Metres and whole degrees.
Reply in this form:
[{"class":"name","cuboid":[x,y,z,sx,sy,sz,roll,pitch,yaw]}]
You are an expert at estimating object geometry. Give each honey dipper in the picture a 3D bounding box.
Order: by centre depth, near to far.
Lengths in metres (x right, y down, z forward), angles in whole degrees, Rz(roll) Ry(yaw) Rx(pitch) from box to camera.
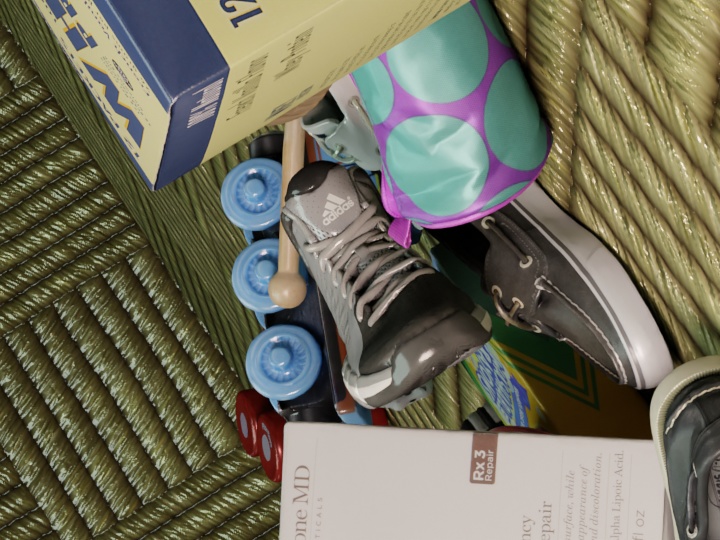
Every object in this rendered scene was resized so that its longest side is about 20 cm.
[{"class":"honey dipper","cuboid":[-0.037,-0.078,1.359,0.038,0.038,0.200,-154,65,-74]}]

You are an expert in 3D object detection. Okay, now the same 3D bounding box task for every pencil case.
[{"class":"pencil case","cuboid":[0.013,-0.116,1.089,0.200,0.092,0.085,61,171,-21]}]

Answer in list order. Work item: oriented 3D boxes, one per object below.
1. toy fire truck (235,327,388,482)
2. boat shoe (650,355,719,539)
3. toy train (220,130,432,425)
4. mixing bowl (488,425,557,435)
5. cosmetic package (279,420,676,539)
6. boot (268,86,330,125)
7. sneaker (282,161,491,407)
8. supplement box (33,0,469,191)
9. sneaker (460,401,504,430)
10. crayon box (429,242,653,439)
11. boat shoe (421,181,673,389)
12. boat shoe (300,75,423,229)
[{"class":"toy fire truck","cuboid":[-0.051,0.095,2.201,0.200,0.112,0.168,-146,49,-68]},{"class":"boat shoe","cuboid":[0.183,0.134,1.059,0.066,0.074,0.199,-113,6,-62]},{"class":"toy train","cuboid":[-0.015,0.004,1.418,0.087,0.114,0.200,55,-156,-70]},{"class":"mixing bowl","cuboid":[0.120,0.184,1.242,0.200,0.108,0.200,31,162,11]},{"class":"cosmetic package","cuboid":[0.062,0.127,1.149,0.074,0.200,0.102,15,-103,-66]},{"class":"boot","cuboid":[-0.056,-0.190,1.217,0.200,0.072,0.166,87,172,-54]},{"class":"sneaker","cuboid":[0.000,0.000,1.194,0.116,0.075,0.200,59,174,-5]},{"class":"supplement box","cuboid":[-0.019,-0.145,0.809,0.134,0.200,0.200,58,172,2]},{"class":"sneaker","cuboid":[0.129,0.153,1.459,0.116,0.075,0.200,56,-175,-20]},{"class":"crayon box","cuboid":[0.115,0.076,1.316,0.200,0.052,0.126,54,170,24]},{"class":"boat shoe","cuboid":[0.086,0.001,1.197,0.200,0.057,0.069,51,168,43]},{"class":"boat shoe","cuboid":[-0.005,-0.094,1.327,0.200,0.067,0.074,63,166,-24]}]
